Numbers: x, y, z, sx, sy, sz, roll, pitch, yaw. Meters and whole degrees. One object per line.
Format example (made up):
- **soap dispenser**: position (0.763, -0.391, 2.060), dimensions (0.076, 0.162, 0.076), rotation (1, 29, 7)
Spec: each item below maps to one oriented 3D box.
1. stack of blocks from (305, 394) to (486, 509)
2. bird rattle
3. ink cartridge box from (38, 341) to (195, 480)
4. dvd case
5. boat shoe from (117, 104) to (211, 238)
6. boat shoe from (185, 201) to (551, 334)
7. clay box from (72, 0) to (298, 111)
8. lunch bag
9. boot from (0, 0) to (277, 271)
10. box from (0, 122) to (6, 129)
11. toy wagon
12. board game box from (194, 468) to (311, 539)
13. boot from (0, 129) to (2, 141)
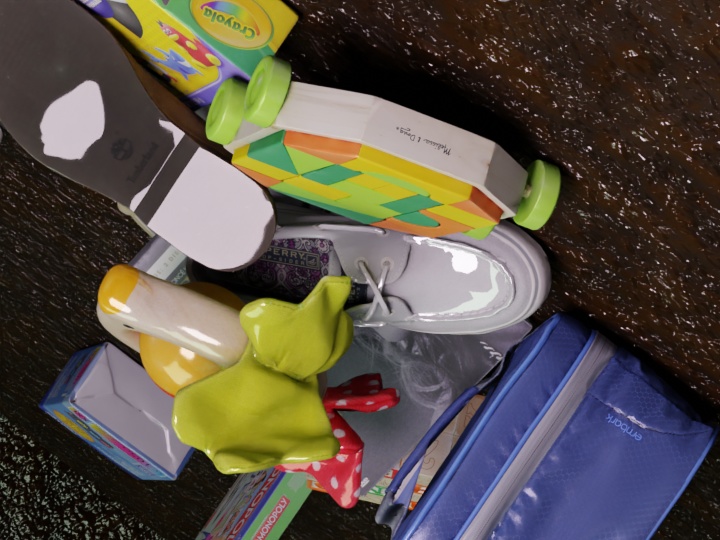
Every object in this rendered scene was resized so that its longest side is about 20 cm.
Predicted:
- **stack of blocks**: position (0.068, 0.119, 1.421), dimensions (0.198, 0.059, 0.115), rotation (13, 163, 2)
- **bird rattle**: position (-0.059, 0.043, 1.196), dimensions (0.162, 0.113, 0.200), rotation (26, 178, 8)
- **ink cartridge box**: position (-0.242, 0.145, 2.293), dimensions (0.136, 0.077, 0.200), rotation (38, 167, -11)
- **dvd case**: position (-0.023, 0.021, 1.302), dimensions (0.200, 0.149, 0.016), rotation (40, -163, -16)
- **boat shoe**: position (-0.108, -0.063, 1.307), dimensions (0.074, 0.069, 0.200), rotation (-3, 160, 13)
- **boat shoe**: position (0.000, 0.000, 1.209), dimensions (0.199, 0.068, 0.073), rotation (13, 114, 22)
- **clay box**: position (-0.135, -0.163, 1.138), dimensions (0.199, 0.048, 0.115), rotation (36, 165, -14)
- **lunch bag**: position (0.089, 0.128, 1.258), dimensions (0.132, 0.201, 0.136), rotation (35, 171, 5)
- **boot**: position (-0.125, -0.078, 1.175), dimensions (0.200, 0.074, 0.075), rotation (42, -168, -6)
- **box**: position (-0.227, -0.148, 1.402), dimensions (0.160, 0.044, 0.200), rotation (40, 165, -20)
- **toy wagon**: position (0.001, -0.052, 1.115), dimensions (0.154, 0.040, 0.200), rotation (20, 170, -17)
- **board game box**: position (-0.090, 0.204, 1.887), dimensions (0.029, 0.201, 0.134), rotation (38, 165, -11)
- **boot**: position (-0.286, -0.092, 1.439), dimensions (0.072, 0.091, 0.200), rotation (30, 165, 17)
